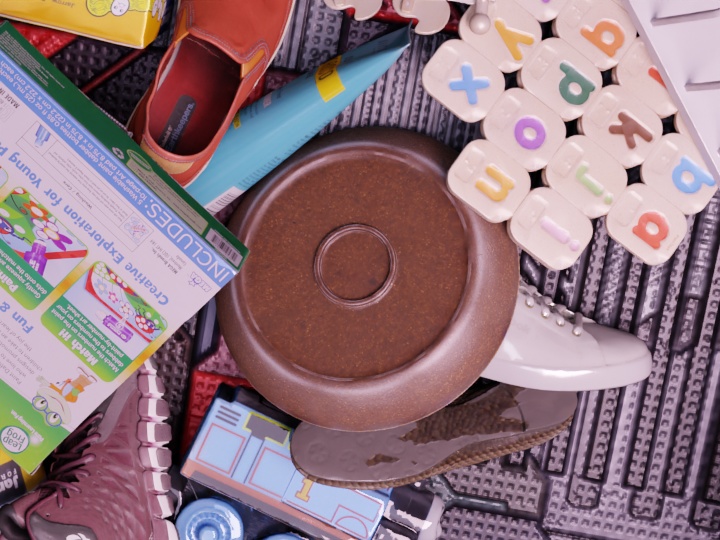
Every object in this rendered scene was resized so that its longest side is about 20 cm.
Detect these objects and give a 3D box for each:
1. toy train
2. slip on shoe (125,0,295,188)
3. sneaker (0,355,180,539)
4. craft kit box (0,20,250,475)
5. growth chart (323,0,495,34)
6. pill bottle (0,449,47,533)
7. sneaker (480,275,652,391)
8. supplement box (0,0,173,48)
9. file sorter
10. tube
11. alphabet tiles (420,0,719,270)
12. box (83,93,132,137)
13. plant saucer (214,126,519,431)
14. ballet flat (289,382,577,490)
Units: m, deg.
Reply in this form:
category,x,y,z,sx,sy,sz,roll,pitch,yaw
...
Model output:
category,x,y,z,sx,sy,sz,roll,pitch,yaw
toy train,-0.036,0.158,1.373,0.199,0.087,0.115,26,96,-3
slip on shoe,-0.088,-0.141,1.293,0.074,0.061,0.201,28,74,-11
sneaker,-0.182,0.124,1.325,0.076,0.115,0.201,-29,68,47
craft kit box,-0.203,-0.010,1.235,0.200,0.049,0.197,44,109,-9
growth chart,-0.003,-0.226,1.291,0.199,0.018,0.145,15,79,0
pill bottle,-0.268,0.115,1.358,0.112,0.112,0.201,-13,101,5
sneaker,0.094,0.024,1.341,0.199,0.073,0.085,10,105,2
supplement box,-0.156,-0.249,1.275,0.109,0.109,0.201,14,103,0
file sorter,0.266,-0.143,1.254,0.139,0.124,0.200,-31,99,-11
tube,-0.048,-0.095,1.326,0.200,0.077,0.050,-33,108,13
alphabet tiles,0.143,-0.105,1.308,0.195,0.015,0.200,36,81,-6
box,-0.255,-0.098,1.297,0.200,0.044,0.160,38,144,-5
plant saucer,0.000,0.000,1.315,0.199,0.034,0.201,-3,75,11
ballet flat,0.047,0.106,1.348,0.199,0.046,0.068,-13,64,-21
